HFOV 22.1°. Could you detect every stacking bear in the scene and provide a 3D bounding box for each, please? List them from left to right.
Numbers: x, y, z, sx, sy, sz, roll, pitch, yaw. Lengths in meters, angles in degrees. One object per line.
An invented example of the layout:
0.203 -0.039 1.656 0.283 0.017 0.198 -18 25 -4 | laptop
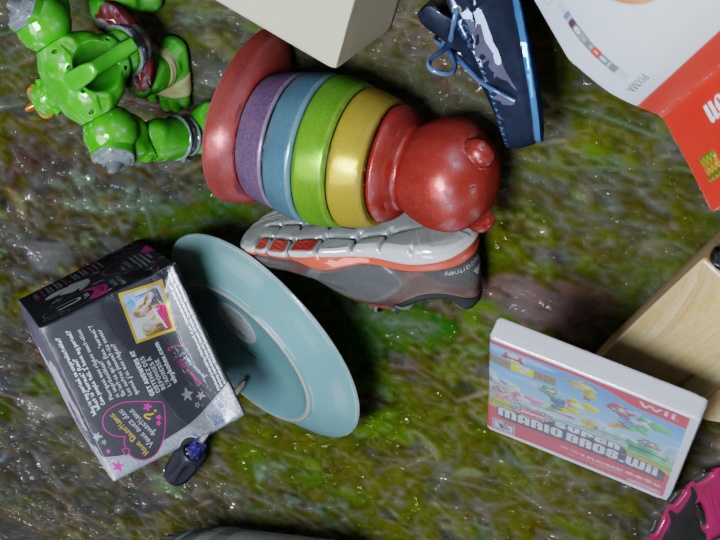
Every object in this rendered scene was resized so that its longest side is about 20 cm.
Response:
0.003 -0.079 1.266 0.199 0.114 0.122 14 125 23 | stacking bear

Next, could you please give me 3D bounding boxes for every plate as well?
-0.082 0.058 1.420 0.200 0.026 0.201 37 153 22 | plate

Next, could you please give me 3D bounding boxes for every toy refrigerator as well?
-0.072 -0.224 1.244 0.199 0.076 0.070 32 132 16 | toy refrigerator

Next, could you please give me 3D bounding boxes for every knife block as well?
0.230 0.009 1.185 0.199 0.064 0.176 7 121 33 | knife block

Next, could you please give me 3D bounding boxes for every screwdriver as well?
-0.130 0.134 1.520 0.028 0.029 0.200 64 153 18 | screwdriver

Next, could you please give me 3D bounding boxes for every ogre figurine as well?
-0.184 -0.157 1.336 0.098 0.120 0.201 0 117 35 | ogre figurine

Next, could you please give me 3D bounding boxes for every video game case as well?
0.154 0.097 1.242 0.142 0.018 0.200 22 161 11 | video game case

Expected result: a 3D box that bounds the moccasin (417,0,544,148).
0.067 -0.173 1.175 0.068 0.080 0.201 -15 98 8 | moccasin

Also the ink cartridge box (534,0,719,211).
0.175 -0.138 1.071 0.201 0.050 0.162 65 159 9 | ink cartridge box

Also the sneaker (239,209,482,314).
0.000 0.000 1.339 0.199 0.077 0.082 6 129 34 | sneaker

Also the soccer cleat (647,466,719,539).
0.242 0.208 1.312 0.086 0.070 0.200 20 125 -31 | soccer cleat

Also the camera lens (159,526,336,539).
-0.079 0.297 1.522 0.199 0.160 0.161 1 118 35 | camera lens

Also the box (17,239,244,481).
-0.181 0.066 1.410 0.133 0.114 0.200 66 170 -11 | box
